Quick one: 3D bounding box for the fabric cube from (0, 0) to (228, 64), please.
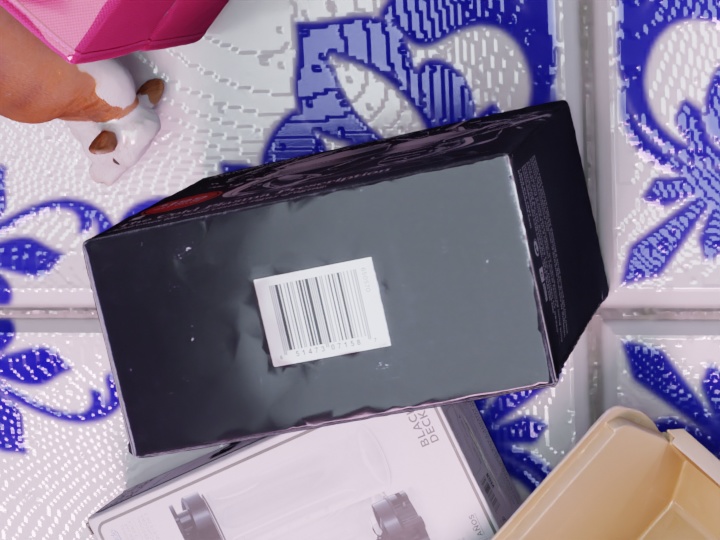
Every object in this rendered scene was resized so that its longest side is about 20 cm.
[{"bbox_3d":[-0.112,-0.237,1.017,0.196,0.200,0.200,40,105,4],"label":"fabric cube"}]

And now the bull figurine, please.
[{"bbox_3d":[-0.180,-0.110,1.091,0.121,0.200,0.066,3,63,27],"label":"bull figurine"}]

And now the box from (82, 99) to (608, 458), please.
[{"bbox_3d":[0.000,0.000,1.043,0.199,0.182,0.105,-11,98,15],"label":"box"}]

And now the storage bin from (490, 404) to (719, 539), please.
[{"bbox_3d":[0.140,0.196,1.024,0.199,0.094,0.200,-49,50,1],"label":"storage bin"}]

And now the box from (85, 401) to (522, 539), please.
[{"bbox_3d":[-0.024,0.132,1.138,0.199,0.060,0.117,-26,94,16],"label":"box"}]
